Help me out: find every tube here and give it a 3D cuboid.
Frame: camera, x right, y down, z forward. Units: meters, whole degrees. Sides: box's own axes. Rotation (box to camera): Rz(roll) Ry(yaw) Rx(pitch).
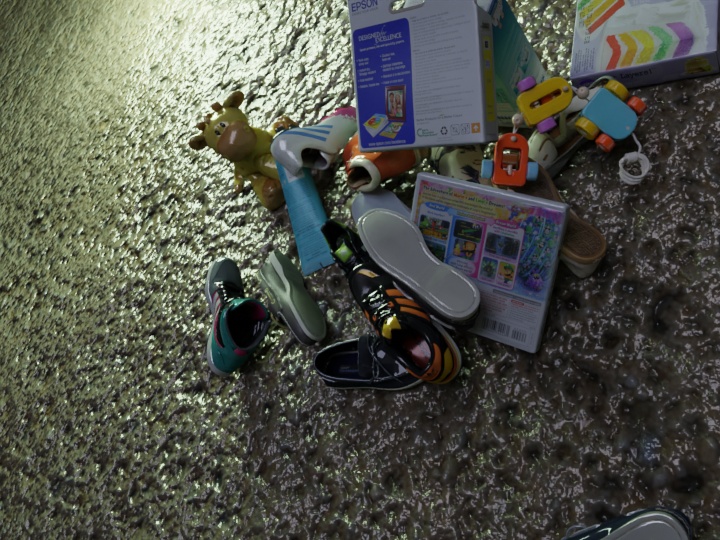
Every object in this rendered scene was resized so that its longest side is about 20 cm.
[{"bbox_3d":[-0.089,-0.098,1.098,0.077,0.050,0.202,-25,75,29],"label":"tube"}]

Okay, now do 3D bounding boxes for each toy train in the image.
[{"bbox_3d":[0.249,-0.161,0.835,0.197,0.056,0.153,1,93,7],"label":"toy train"}]

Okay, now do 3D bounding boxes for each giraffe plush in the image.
[{"bbox_3d":[-0.199,-0.225,1.183,0.198,0.162,0.174,17,78,39],"label":"giraffe plush"}]

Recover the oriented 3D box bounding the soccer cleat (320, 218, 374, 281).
[{"bbox_3d":[0.000,0.000,0.980,0.068,0.081,0.200,-45,50,8],"label":"soccer cleat"}]

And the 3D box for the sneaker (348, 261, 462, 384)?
[{"bbox_3d":[0.044,0.058,0.845,0.070,0.090,0.200,-47,64,13],"label":"sneaker"}]

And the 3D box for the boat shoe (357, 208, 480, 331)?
[{"bbox_3d":[0.072,-0.001,0.846,0.074,0.061,0.200,-43,63,-15],"label":"boat shoe"}]

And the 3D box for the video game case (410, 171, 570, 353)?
[{"bbox_3d":[0.147,-0.014,0.844,0.198,0.024,0.185,18,109,31],"label":"video game case"}]

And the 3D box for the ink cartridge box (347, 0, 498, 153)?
[{"bbox_3d":[0.074,-0.256,0.846,0.196,0.047,0.203,4,102,41],"label":"ink cartridge box"}]

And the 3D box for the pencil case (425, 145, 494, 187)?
[{"bbox_3d":[0.151,-0.108,0.931,0.077,0.090,0.202,-14,56,-4],"label":"pencil case"}]

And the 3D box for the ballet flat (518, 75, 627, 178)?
[{"bbox_3d":[0.262,-0.180,0.894,0.200,0.064,0.068,-41,53,12],"label":"ballet flat"}]

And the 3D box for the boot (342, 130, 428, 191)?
[{"bbox_3d":[0.006,-0.164,1.017,0.107,0.076,0.199,-38,19,-18],"label":"boot"}]

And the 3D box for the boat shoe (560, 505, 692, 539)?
[{"bbox_3d":[0.236,0.291,0.674,0.200,0.062,0.075,-42,65,22],"label":"boat shoe"}]

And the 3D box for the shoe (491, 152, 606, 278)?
[{"bbox_3d":[0.230,-0.071,0.853,0.069,0.054,0.201,-30,58,-4],"label":"shoe"}]

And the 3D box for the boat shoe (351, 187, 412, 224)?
[{"bbox_3d":[0.070,-0.054,0.967,0.198,0.068,0.074,28,82,34],"label":"boat shoe"}]

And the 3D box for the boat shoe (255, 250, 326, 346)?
[{"bbox_3d":[-0.111,0.052,1.046,0.061,0.071,0.202,-45,42,13],"label":"boat shoe"}]

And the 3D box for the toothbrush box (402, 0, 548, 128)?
[{"bbox_3d":[0.155,-0.289,0.936,0.145,0.200,0.086,15,78,38],"label":"toothbrush box"}]

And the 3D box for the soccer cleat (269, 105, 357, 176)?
[{"bbox_3d":[-0.055,-0.204,1.093,0.087,0.199,0.070,51,143,16],"label":"soccer cleat"}]

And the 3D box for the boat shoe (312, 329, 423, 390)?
[{"bbox_3d":[0.021,0.123,0.916,0.198,0.062,0.076,-12,61,28],"label":"boat shoe"}]

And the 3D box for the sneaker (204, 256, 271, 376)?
[{"bbox_3d":[-0.198,0.055,1.073,0.120,0.083,0.203,-32,57,46],"label":"sneaker"}]

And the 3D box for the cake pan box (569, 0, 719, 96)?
[{"bbox_3d":[0.382,-0.341,0.899,0.182,0.052,0.203,1,68,34],"label":"cake pan box"}]
